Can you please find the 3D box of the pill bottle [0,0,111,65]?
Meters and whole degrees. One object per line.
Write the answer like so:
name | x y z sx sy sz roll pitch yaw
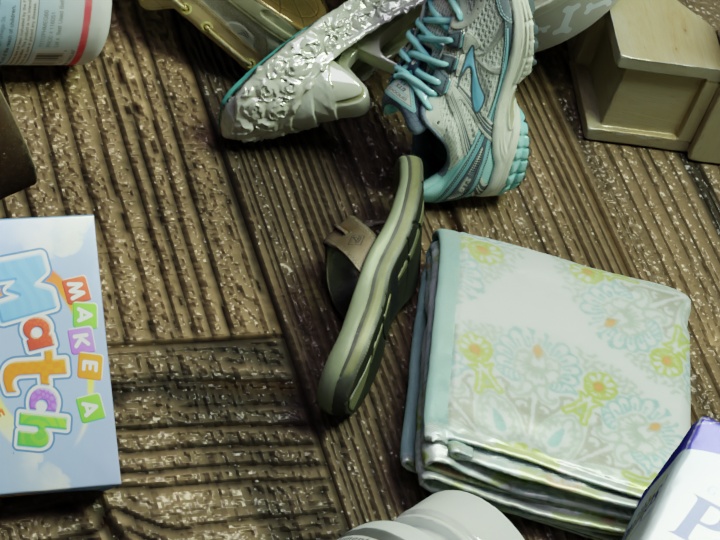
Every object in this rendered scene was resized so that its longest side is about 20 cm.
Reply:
pill bottle | -0.260 -0.182 1.522 0.199 0.109 0.109 -2 49 -22

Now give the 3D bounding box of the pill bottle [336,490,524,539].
pill bottle | -0.002 0.199 1.257 0.200 0.113 0.113 -29 63 -38

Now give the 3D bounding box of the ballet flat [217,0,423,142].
ballet flat | 0.000 -0.139 1.567 0.200 0.072 0.072 -40 68 -15

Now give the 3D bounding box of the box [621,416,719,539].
box | 0.210 0.211 1.303 0.183 0.105 0.201 27 58 5

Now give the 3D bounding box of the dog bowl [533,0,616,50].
dog bowl | 0.107 -0.233 1.660 0.199 0.059 0.201 -15 56 23

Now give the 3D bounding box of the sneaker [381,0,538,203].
sneaker | 0.058 -0.124 1.529 0.086 0.201 0.078 -19 36 -20

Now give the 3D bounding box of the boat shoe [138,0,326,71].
boat shoe | -0.118 -0.196 1.597 0.200 0.066 0.074 38 31 0

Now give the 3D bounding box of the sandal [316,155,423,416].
sandal | 0.000 0.000 1.475 0.057 0.080 0.201 12 44 11

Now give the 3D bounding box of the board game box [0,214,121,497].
board game box | -0.234 0.050 1.318 0.199 0.037 0.152 -3 81 -24

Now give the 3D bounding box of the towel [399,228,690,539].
towel | 0.114 0.069 1.471 0.170 0.048 0.201 17 45 -9

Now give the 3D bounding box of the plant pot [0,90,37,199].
plant pot | -0.313 -0.079 1.364 0.199 0.187 0.187 -32 62 -12

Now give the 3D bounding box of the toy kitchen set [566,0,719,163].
toy kitchen set | 0.260 -0.194 1.685 0.199 0.164 0.181 7 46 -14
